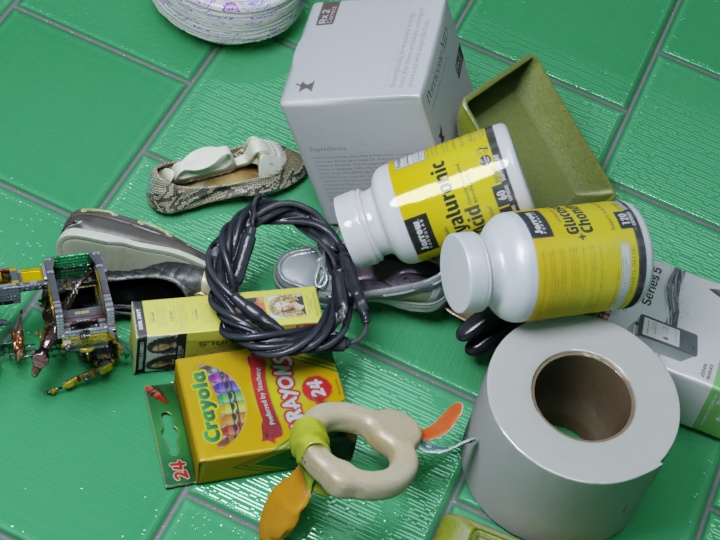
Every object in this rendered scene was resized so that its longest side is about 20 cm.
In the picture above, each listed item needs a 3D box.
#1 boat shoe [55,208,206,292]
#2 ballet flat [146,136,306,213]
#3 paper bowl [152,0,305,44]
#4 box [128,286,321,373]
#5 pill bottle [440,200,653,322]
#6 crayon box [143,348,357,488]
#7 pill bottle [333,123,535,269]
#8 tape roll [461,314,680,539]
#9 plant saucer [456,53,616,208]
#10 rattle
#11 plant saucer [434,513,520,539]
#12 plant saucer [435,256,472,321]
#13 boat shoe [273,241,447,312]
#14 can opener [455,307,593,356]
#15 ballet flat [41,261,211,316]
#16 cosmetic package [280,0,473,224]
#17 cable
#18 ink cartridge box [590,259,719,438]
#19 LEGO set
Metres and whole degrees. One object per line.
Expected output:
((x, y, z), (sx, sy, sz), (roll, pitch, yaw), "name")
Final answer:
((-0.227, -0.019, 1.721), (0.200, 0.072, 0.061), (17, 41, -7), "boat shoe")
((-0.148, -0.117, 1.807), (0.199, 0.076, 0.068), (-15, 56, -21), "ballet flat")
((-0.164, -0.362, 1.969), (0.199, 0.105, 0.202), (6, 52, -7), "paper bowl")
((-0.144, 0.063, 1.676), (0.198, 0.075, 0.050), (-4, 55, -15), "box")
((0.187, -0.007, 1.603), (0.198, 0.112, 0.113), (-7, 55, -19), "pill bottle")
((-0.115, 0.146, 1.633), (0.198, 0.051, 0.128), (-8, 56, -16), "crayon box")
((0.078, -0.072, 1.668), (0.199, 0.111, 0.112), (-20, 55, 8), "pill bottle")
((0.212, 0.165, 1.624), (0.201, 0.140, 0.204), (5, 53, -7), "tape roll")
((0.192, -0.128, 1.806), (0.201, 0.048, 0.200), (59, 37, -5), "plant saucer")
((0.012, 0.207, 1.585), (0.130, 0.144, 0.199), (25, 23, 39), "rattle")
((0.148, 0.340, 1.529), (0.198, 0.048, 0.201), (21, 52, 5), "plant saucer")
((0.152, -0.005, 1.804), (0.199, 0.036, 0.201), (5, 54, -7), "plant saucer")
((0.000, 0.002, 1.733), (0.200, 0.065, 0.075), (9, 65, 13), "boat shoe")
((0.192, 0.027, 1.703), (0.199, 0.064, 0.079), (-26, 33, 0), "can opener")
((-0.239, 0.029, 1.681), (0.198, 0.067, 0.057), (-2, 33, 1), "ballet flat")
((0.028, -0.178, 1.781), (0.164, 0.201, 0.166), (0, 50, 19), "cosmetic package")
((-0.084, 0.007, 1.659), (0.162, 0.051, 0.201), (-13, 60, -14), "cable")
((0.339, 0.078, 1.746), (0.199, 0.084, 0.146), (21, 52, 6), "ink cartridge box")
((-0.322, 0.070, 1.587), (0.198, 0.155, 0.116), (0, 36, -20), "LEGO set")
